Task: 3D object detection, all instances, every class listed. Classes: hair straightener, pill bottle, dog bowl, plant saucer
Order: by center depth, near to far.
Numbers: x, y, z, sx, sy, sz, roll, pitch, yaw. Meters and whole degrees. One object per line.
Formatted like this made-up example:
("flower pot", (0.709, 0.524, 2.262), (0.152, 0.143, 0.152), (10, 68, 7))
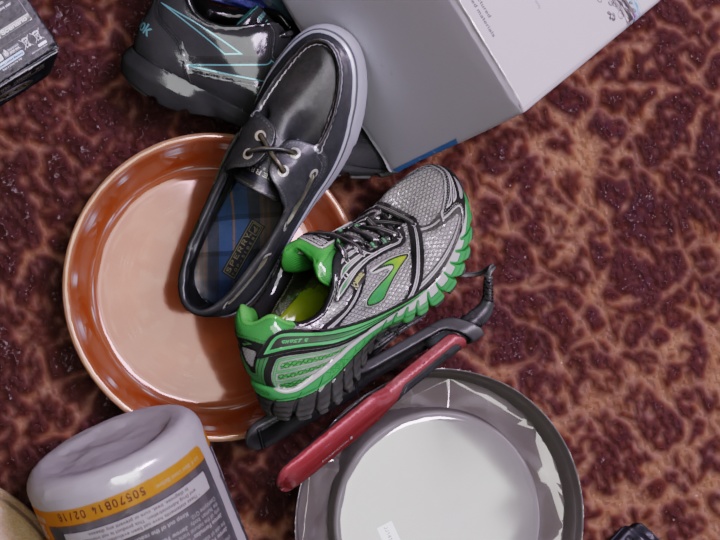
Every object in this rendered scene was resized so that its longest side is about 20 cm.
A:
("pill bottle", (-0.119, 0.195, 1.023), (0.116, 0.116, 0.201), (-23, 103, -14))
("hair straightener", (0.005, 0.052, 1.060), (0.200, 0.041, 0.077), (-39, 67, -10))
("plant saucer", (-0.097, 0.011, 1.088), (0.198, 0.032, 0.202), (1, 87, -15))
("dog bowl", (0.047, 0.165, 1.102), (0.198, 0.059, 0.202), (1, 86, -13))

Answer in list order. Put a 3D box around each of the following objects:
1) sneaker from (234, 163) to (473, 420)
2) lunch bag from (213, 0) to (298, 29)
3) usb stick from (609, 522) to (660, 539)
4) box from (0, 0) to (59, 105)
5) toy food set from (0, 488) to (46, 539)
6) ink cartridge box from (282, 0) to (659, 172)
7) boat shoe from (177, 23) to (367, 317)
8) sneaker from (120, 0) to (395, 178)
("sneaker", (0.000, 0.000, 1.035), (0.200, 0.078, 0.086), (-49, 137, -28))
("lunch bag", (-0.081, -0.270, 1.060), (0.199, 0.127, 0.171), (21, 82, -42))
("usb stick", (0.141, 0.261, 1.135), (0.055, 0.033, 0.200), (44, 78, -1))
("box", (-0.313, -0.144, 1.013), (0.199, 0.086, 0.164), (-36, 96, -13))
("toy food set", (-0.268, 0.216, 0.995), (0.199, 0.049, 0.199), (29, 59, -12))
("ink cartridge box", (0.083, -0.188, 1.054), (0.200, 0.147, 0.145), (-39, 99, -34))
("boat shoe", (-0.055, -0.057, 1.020), (0.068, 0.057, 0.201), (27, 104, 10))
("sneaker", (-0.054, -0.122, 1.072), (0.199, 0.075, 0.080), (22, 106, -12))
